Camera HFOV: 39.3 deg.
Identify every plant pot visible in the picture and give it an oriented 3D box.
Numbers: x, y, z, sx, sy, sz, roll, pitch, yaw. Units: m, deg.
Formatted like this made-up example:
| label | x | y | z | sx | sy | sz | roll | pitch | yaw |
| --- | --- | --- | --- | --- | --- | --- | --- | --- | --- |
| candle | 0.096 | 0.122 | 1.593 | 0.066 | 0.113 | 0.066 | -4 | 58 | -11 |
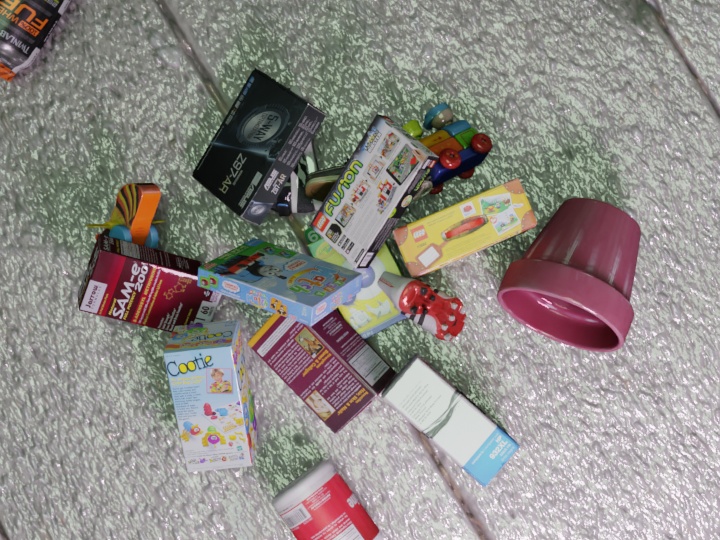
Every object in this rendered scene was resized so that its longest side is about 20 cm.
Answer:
| label | x | y | z | sx | sy | sz | roll | pitch | yaw |
| --- | --- | --- | --- | --- | --- | --- | --- | --- | --- |
| plant pot | 0.328 | -0.001 | 1.509 | 0.199 | 0.200 | 0.179 | 25 | 75 | 4 |

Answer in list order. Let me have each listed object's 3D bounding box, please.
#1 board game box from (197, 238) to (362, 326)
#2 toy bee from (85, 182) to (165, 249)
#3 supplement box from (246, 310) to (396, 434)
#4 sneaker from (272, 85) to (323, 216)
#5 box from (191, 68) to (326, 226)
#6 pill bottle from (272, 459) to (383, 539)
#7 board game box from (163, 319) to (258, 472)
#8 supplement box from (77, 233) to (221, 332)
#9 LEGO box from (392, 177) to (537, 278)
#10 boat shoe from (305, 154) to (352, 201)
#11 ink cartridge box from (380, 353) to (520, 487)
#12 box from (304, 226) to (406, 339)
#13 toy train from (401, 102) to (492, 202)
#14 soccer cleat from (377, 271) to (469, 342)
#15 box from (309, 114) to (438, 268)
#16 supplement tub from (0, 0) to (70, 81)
| label | x | y | z | sx | sy | sz | roll | pitch | yaw |
| --- | --- | --- | --- | --- | --- | --- | --- | --- | --- |
| board game box | -0.119 | 0.014 | 1.516 | 0.199 | 0.151 | 0.037 | 19 | 117 | 22 |
| toy bee | -0.379 | -0.055 | 1.581 | 0.109 | 0.131 | 0.200 | 31 | 94 | 36 |
| supplement box | -0.059 | 0.135 | 1.550 | 0.200 | 0.086 | 0.110 | 45 | 121 | 3 |
| sneaker | -0.127 | -0.185 | 1.588 | 0.111 | 0.073 | 0.201 | -11 | 89 | 1 |
| box | -0.159 | -0.191 | 1.551 | 0.160 | 0.043 | 0.200 | 39 | 100 | 42 |
| pill bottle | -0.037 | 0.401 | 1.546 | 0.112 | 0.112 | 0.200 | -36 | 87 | 2 |
| board game box | -0.224 | 0.190 | 1.535 | 0.104 | 0.103 | 0.201 | -6 | 110 | 2 |
| supplement box | -0.318 | 0.027 | 1.543 | 0.199 | 0.061 | 0.109 | 16 | 112 | -23 |
| LEGO box | 0.155 | -0.060 | 1.531 | 0.199 | 0.149 | 0.077 | -23 | 87 | 2 |
| boat shoe | 0.004 | -0.151 | 1.572 | 0.199 | 0.073 | 0.065 | -6 | 67 | -23 |
| ink cartridge box | 0.133 | 0.222 | 1.525 | 0.200 | 0.145 | 0.084 | 41 | 90 | 4 |
| box | 0.000 | 0.000 | 1.590 | 0.117 | 0.048 | 0.201 | -28 | 85 | 2 |
| toy train | 0.097 | -0.180 | 1.538 | 0.200 | 0.085 | 0.116 | -28 | 72 | -33 |
| soccer cleat | 0.097 | 0.051 | 1.528 | 0.085 | 0.200 | 0.069 | 32 | 91 | 36 |
| box | 0.017 | -0.114 | 1.476 | 0.110 | 0.035 | 0.200 | 43 | 111 | 26 |
| supplement tub | -0.545 | -0.409 | 1.595 | 0.122 | 0.123 | 0.200 | 31 | 91 | 4 |
